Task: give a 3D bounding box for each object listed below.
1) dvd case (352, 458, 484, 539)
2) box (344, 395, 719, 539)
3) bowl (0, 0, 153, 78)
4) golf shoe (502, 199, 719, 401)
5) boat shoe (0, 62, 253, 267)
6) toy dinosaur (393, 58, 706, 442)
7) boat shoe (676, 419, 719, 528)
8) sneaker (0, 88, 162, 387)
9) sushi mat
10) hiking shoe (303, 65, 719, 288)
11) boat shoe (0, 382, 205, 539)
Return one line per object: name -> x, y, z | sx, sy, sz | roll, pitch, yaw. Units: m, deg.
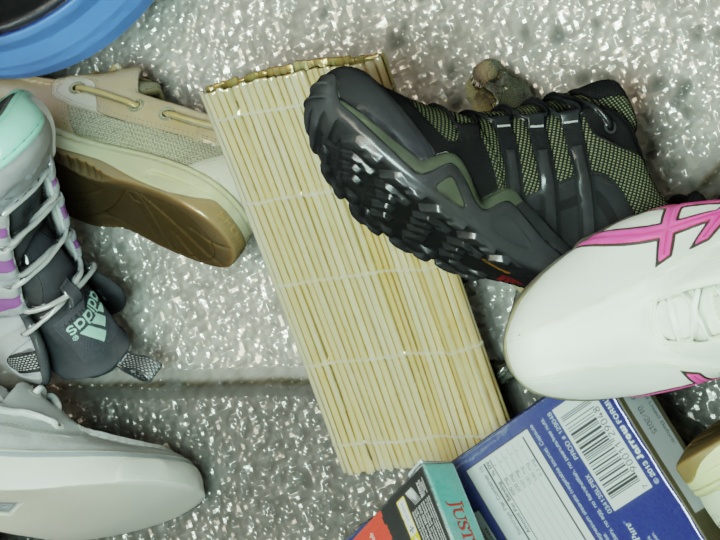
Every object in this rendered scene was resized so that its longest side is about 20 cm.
dvd case -> 0.012, 0.197, 1.218 | 0.200, 0.022, 0.147 | -51, 52, 43
box -> 0.077, 0.133, 1.212 | 0.200, 0.032, 0.122 | -38, 81, 38
bowl -> -0.167, -0.195, 1.331 | 0.200, 0.039, 0.202 | -7, 75, 27
golf shoe -> 0.153, 0.004, 1.098 | 0.199, 0.092, 0.073 | -18, 93, 1
boat shoe -> -0.118, -0.063, 1.323 | 0.199, 0.072, 0.065 | 21, 65, 37
toy dinosaur -> 0.073, 0.004, 1.230 | 0.088, 0.047, 0.201 | -29, 81, 19
boat shoe -> 0.229, 0.056, 1.114 | 0.199, 0.074, 0.067 | -30, 92, 22
sneaker -> -0.146, 0.000, 1.291 | 0.140, 0.200, 0.078 | 44, 68, 0
sushi mat -> 0.000, 0.000, 1.228 | 0.095, 0.012, 0.201 | -9, 110, 32
hiking shoe -> 0.068, -0.044, 1.173 | 0.101, 0.199, 0.076 | -64, 18, -17
boat shoe -> -0.167, 0.085, 1.288 | 0.072, 0.199, 0.069 | -48, 46, 51
